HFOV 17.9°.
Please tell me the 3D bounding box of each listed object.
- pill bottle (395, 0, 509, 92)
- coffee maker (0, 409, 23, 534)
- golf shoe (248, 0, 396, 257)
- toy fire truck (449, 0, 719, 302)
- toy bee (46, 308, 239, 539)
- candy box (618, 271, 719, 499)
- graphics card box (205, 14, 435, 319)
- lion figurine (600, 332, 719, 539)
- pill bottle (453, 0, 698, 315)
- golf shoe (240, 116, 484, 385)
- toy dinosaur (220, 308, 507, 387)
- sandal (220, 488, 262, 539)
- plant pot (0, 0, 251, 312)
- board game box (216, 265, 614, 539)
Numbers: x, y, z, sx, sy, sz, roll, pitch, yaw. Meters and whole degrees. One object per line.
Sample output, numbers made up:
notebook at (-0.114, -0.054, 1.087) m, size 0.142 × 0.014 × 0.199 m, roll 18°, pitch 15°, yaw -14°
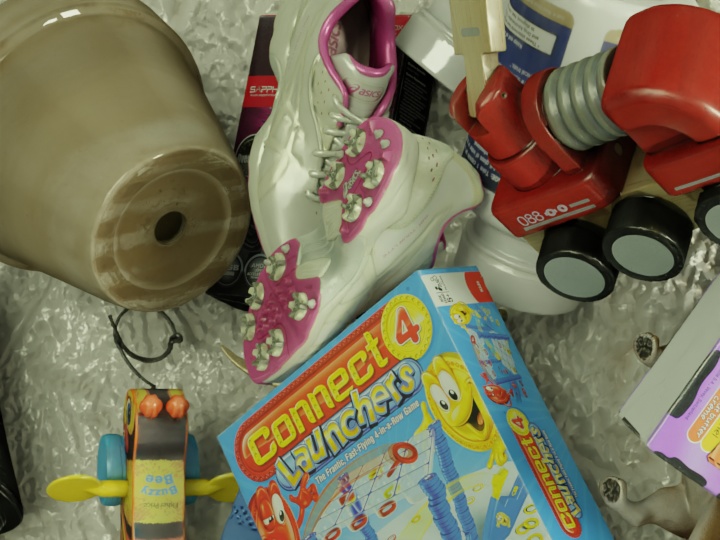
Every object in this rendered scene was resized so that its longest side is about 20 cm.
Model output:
pill bottle at (0.113, -0.197, 1.430) m, size 0.200 × 0.111 × 0.111 m, roll -51°, pitch 56°, yaw 6°
coffee maker at (-0.293, 0.079, 1.572) m, size 0.191 × 0.135 × 0.201 m, roll -25°, pitch 64°, yaw 21°
golf shoe at (-0.019, -0.087, 1.406) m, size 0.091 × 0.075 × 0.202 m, roll -5°, pitch 81°, yaw 63°
toy fire truck at (0.121, -0.104, 1.199) m, size 0.175 × 0.200 × 0.129 m, roll -18°, pitch 40°, yaw 45°
toy bee at (-0.141, 0.119, 1.470) m, size 0.130 × 0.109 × 0.201 m, roll -21°, pitch 84°, yaw -17°
candy box at (0.267, 0.072, 1.206) m, size 0.199 × 0.072 × 0.168 m, roll 35°, pitch 94°, yaw -11°
graphics card box at (-0.024, -0.070, 1.508) m, size 0.125 × 0.051 × 0.202 m, roll 5°, pitch 78°, yaw 31°
lion figurine at (0.202, 0.097, 1.299) m, size 0.072 × 0.122 × 0.201 m, roll 26°, pitch 105°, yaw 41°
pill bottle at (0.121, -0.080, 1.360) m, size 0.111 × 0.111 × 0.201 m, roll 33°, pitch 116°, yaw 34°
golf shoe at (0.000, 0.000, 1.353) m, size 0.200 × 0.091 × 0.076 m, roll -54°, pitch 39°, yaw 34°
toy dinosaur at (0.008, 0.078, 1.450) m, size 0.199 × 0.058 × 0.102 m, roll -12°, pitch 54°, yaw 21°
sandal at (-0.069, 0.202, 1.427) m, size 0.079 × 0.087 × 0.202 m, roll 7°, pitch 76°, yaw 34°
plant pot at (-0.161, -0.063, 1.482) m, size 0.201 × 0.200 × 0.173 m, roll -54°, pitch 45°, yaw 5°
board game box at (0.029, 0.132, 1.331) m, size 0.200 × 0.056 × 0.197 m, roll -41°, pitch 66°, yaw 35°
